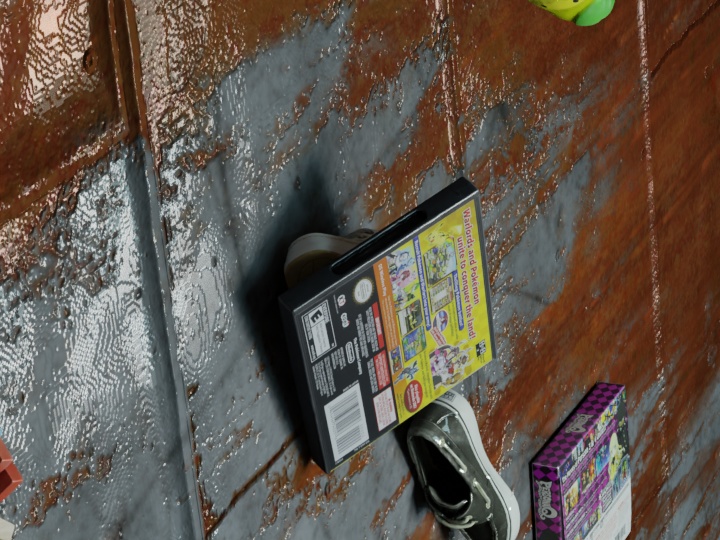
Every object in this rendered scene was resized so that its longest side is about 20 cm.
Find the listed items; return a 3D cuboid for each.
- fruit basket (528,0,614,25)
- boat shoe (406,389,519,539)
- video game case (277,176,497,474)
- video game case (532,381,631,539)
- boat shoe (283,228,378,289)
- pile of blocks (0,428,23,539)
[{"bbox_3d":[0.145,-0.286,1.779,0.155,0.214,0.218,-38,129,-55],"label":"fruit basket"},{"bbox_3d":[0.085,0.195,1.930,0.064,0.070,0.201,-61,138,-39],"label":"boat shoe"},{"bbox_3d":[0.025,0.045,1.687,0.180,0.025,0.201,-33,141,-20],"label":"video game case"},{"bbox_3d":[0.236,0.241,2.277,0.200,0.035,0.183,-41,132,-54],"label":"video game case"},{"bbox_3d":[0.000,0.000,1.717,0.200,0.070,0.070,29,44,-54],"label":"boat shoe"},{"bbox_3d":[-0.227,0.089,1.268,0.082,0.062,0.202,-51,140,-47],"label":"pile of blocks"}]
